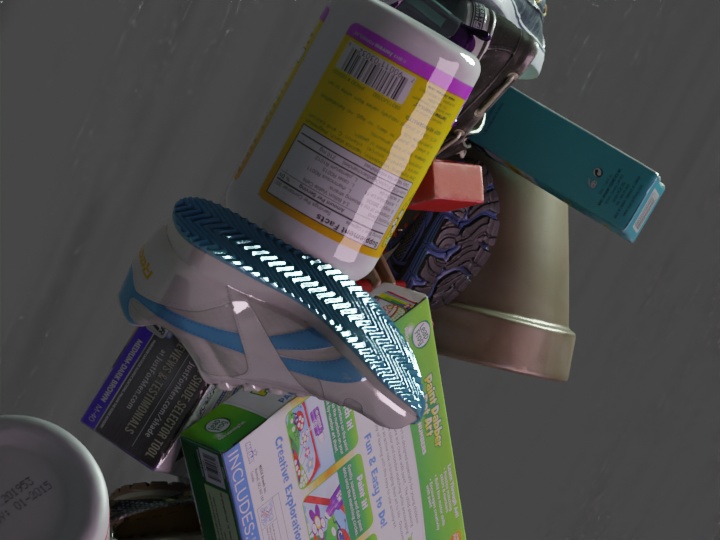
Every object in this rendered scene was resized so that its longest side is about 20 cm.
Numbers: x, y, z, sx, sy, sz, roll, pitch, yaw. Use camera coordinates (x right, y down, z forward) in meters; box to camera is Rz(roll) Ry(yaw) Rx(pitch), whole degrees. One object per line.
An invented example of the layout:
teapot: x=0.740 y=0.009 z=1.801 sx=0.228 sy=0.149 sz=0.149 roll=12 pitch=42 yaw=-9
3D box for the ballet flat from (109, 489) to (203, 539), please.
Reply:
ballet flat: x=-0.108 y=0.176 z=1.488 sx=0.199 sy=0.072 sz=0.072 roll=-5 pitch=133 yaw=-33

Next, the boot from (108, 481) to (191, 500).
boot: x=-0.136 y=0.218 z=1.584 sx=0.200 sy=0.075 sz=0.108 roll=100 pitch=-10 yaw=-56

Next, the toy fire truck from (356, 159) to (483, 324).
toy fire truck: x=0.000 y=0.000 z=1.593 sx=0.049 sy=0.199 sz=0.142 roll=2 pitch=84 yaw=-42

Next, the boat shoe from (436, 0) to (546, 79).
boat shoe: x=0.085 y=-0.205 z=1.615 sx=0.200 sy=0.070 sz=0.091 roll=37 pitch=61 yaw=-68

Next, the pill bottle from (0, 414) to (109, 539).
pill bottle: x=-0.191 y=0.169 z=1.270 sx=0.109 sy=0.108 sz=0.200 roll=-52 pitch=166 yaw=-29

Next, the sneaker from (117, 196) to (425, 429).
sneaker: x=-0.048 y=0.038 z=1.374 sx=0.081 sy=0.200 sz=0.077 roll=-47 pitch=-160 yaw=25

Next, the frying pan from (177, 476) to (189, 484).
frying pan: x=-0.104 y=0.193 z=1.661 sx=0.031 sy=0.115 sz=0.191 roll=-10 pitch=123 yaw=-25

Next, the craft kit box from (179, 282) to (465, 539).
craft kit box: x=-0.018 y=0.141 z=1.491 sx=0.197 sy=0.048 sz=0.201 roll=-33 pitch=127 yaw=-36

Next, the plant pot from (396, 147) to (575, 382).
plant pot: x=0.082 y=-0.021 z=1.777 sx=0.200 sy=0.199 sz=0.174 roll=11 pitch=94 yaw=-77

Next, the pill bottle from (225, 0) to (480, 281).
pill bottle: x=-0.015 y=-0.065 z=1.429 sx=0.201 sy=0.104 sz=0.104 roll=-61 pitch=168 yaw=7

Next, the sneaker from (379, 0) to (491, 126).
sneaker: x=0.008 y=-0.086 z=1.509 sx=0.201 sy=0.087 sz=0.074 roll=-65 pitch=166 yaw=22

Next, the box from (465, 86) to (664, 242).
box: x=0.119 y=-0.094 z=1.666 sx=0.049 sy=0.199 sz=0.082 roll=-59 pitch=168 yaw=1

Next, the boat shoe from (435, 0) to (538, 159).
boat shoe: x=0.052 y=-0.103 z=1.587 sx=0.200 sy=0.063 sz=0.071 roll=-48 pitch=-155 yaw=49

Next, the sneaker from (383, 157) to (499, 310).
sneaker: x=0.025 y=0.001 z=1.643 sx=0.075 sy=0.078 sz=0.200 roll=4 pitch=123 yaw=-56

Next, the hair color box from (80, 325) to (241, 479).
hair color box: x=-0.104 y=0.075 z=1.502 sx=0.110 sy=0.065 sz=0.200 roll=-58 pitch=169 yaw=-3
